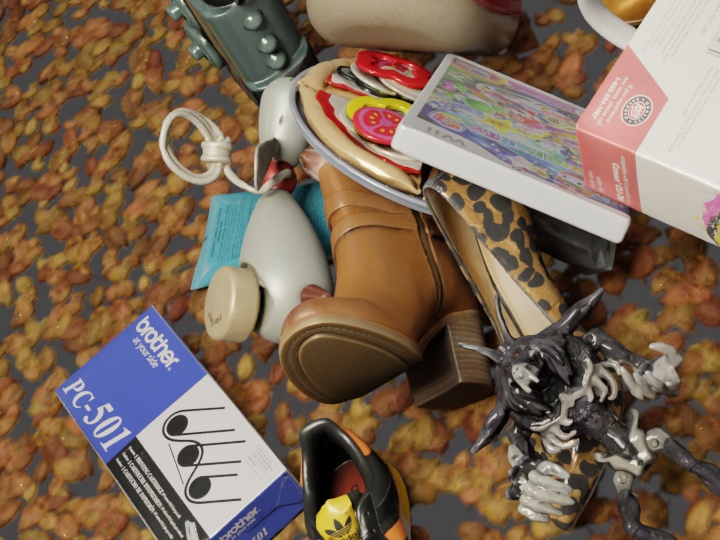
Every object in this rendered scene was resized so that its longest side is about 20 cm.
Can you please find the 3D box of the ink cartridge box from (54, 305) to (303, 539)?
[{"bbox_3d":[-0.123,0.116,1.105,0.094,0.044,0.200,-41,46,-5],"label":"ink cartridge box"}]

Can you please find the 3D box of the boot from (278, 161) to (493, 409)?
[{"bbox_3d":[0.000,0.000,0.999,0.073,0.199,0.156,-27,66,24],"label":"boot"}]

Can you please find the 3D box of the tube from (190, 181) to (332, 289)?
[{"bbox_3d":[-0.037,-0.034,1.169,0.198,0.050,0.078,-8,53,32],"label":"tube"}]

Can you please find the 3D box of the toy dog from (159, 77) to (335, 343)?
[{"bbox_3d":[-0.044,-0.035,1.084,0.096,0.131,0.202,-21,82,55],"label":"toy dog"}]

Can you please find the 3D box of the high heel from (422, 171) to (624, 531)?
[{"bbox_3d":[0.084,0.042,0.959,0.071,0.141,0.202,-26,51,49],"label":"high heel"}]

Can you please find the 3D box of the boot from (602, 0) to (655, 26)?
[{"bbox_3d":[0.226,-0.268,1.118,0.200,0.144,0.071,-33,45,5],"label":"boot"}]

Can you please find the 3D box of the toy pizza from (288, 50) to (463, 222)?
[{"bbox_3d":[0.050,-0.095,1.079,0.201,0.198,0.032,53,132,44],"label":"toy pizza"}]

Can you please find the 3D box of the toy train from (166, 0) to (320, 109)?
[{"bbox_3d":[-0.094,-0.197,1.229,0.085,0.200,0.114,-40,60,-5],"label":"toy train"}]

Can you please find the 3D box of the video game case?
[{"bbox_3d":[0.102,-0.080,1.010,0.142,0.018,0.200,23,22,3],"label":"video game case"}]

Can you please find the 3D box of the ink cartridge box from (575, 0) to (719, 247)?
[{"bbox_3d":[0.231,-0.066,0.883,0.199,0.068,0.117,27,71,25],"label":"ink cartridge box"}]

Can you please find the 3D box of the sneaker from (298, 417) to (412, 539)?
[{"bbox_3d":[0.002,0.175,0.953,0.069,0.090,0.201,-28,46,10],"label":"sneaker"}]

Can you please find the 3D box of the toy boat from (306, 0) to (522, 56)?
[{"bbox_3d":[0.040,-0.219,1.143,0.129,0.200,0.133,5,97,17],"label":"toy boat"}]

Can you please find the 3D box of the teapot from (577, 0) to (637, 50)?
[{"bbox_3d":[0.258,-0.147,1.005,0.199,0.146,0.199,-29,46,9],"label":"teapot"}]

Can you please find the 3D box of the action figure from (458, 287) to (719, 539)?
[{"bbox_3d":[0.134,0.088,0.879,0.199,0.102,0.119,39,93,12],"label":"action figure"}]
